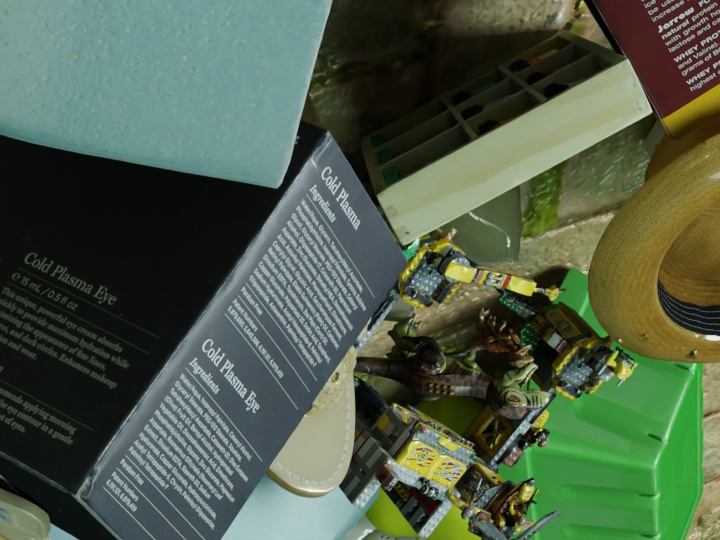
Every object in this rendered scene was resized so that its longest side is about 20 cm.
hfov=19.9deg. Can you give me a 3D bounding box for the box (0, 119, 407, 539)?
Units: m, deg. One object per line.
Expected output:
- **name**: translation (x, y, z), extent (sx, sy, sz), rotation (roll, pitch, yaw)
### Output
- **box**: translation (-0.116, 0.009, 0.895), extent (0.183, 0.199, 0.104), rotation (-55, 145, -16)

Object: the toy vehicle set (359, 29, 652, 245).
- **toy vehicle set**: translation (0.062, -0.068, 0.979), extent (0.124, 0.200, 0.027), rotation (-28, 100, 3)

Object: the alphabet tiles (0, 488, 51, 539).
- **alphabet tiles**: translation (-0.223, 0.084, 0.911), extent (0.195, 0.015, 0.200), rotation (22, 157, 4)

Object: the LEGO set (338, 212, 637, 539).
- **LEGO set**: translation (0.060, 0.072, 1.036), extent (0.154, 0.116, 0.200), rotation (-45, 133, 4)

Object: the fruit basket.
- **fruit basket**: translation (0.099, 0.109, 1.252), extent (0.214, 0.156, 0.216), rotation (19, 146, 13)

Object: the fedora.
- **fedora**: translation (0.196, -0.033, 1.028), extent (0.199, 0.082, 0.201), rotation (-9, 145, -7)

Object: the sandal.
- **sandal**: translation (-0.025, -0.007, 0.958), extent (0.077, 0.213, 0.070), rotation (9, 153, -34)

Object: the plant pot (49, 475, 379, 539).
- **plant pot**: translation (-0.101, 0.111, 1.085), extent (0.199, 0.141, 0.142), rotation (-23, 105, -25)

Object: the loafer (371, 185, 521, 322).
- **loafer**: translation (0.000, 0.000, 1.082), extent (0.199, 0.069, 0.076), rotation (-24, -179, -2)

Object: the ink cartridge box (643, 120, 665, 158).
- **ink cartridge box**: translation (0.267, -0.109, 1.106), extent (0.144, 0.088, 0.201), rotation (0, 136, -29)

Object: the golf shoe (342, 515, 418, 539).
- **golf shoe**: translation (-0.004, 0.237, 1.339), extent (0.075, 0.092, 0.201), rotation (-24, 148, -37)

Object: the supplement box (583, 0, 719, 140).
- **supplement box**: translation (0.164, -0.205, 0.907), extent (0.197, 0.133, 0.200), rotation (-32, 141, 8)

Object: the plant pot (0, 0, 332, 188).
- **plant pot**: translation (-0.120, -0.168, 0.763), extent (0.199, 0.197, 0.196), rotation (2, 135, -16)
